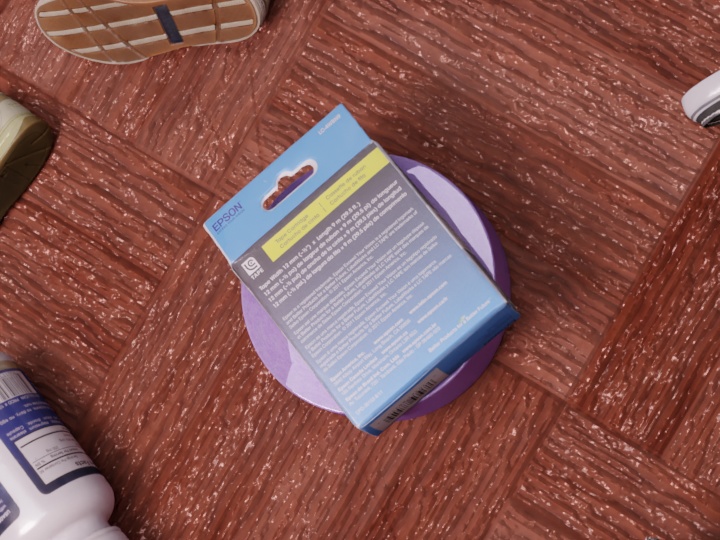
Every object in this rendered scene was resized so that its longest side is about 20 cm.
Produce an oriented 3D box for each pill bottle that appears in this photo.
[{"bbox_3d":[-0.263,0.171,1.577,0.111,0.111,0.200,-41,73,5],"label":"pill bottle"}]

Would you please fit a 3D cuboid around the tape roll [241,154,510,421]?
[{"bbox_3d":[0.012,0.014,1.552,0.200,0.066,0.201,-3,80,15],"label":"tape roll"}]

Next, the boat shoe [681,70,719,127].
[{"bbox_3d":[0.338,-0.141,1.489,0.200,0.069,0.057,-20,77,9],"label":"boat shoe"}]

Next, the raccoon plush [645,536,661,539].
[{"bbox_3d":[0.286,0.242,1.452,0.199,0.097,0.134,-11,62,-16],"label":"raccoon plush"}]

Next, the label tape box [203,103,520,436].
[{"bbox_3d":[0.000,0.000,1.492,0.143,0.066,0.200,-41,71,5],"label":"label tape box"}]

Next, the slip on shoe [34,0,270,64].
[{"bbox_3d":[-0.166,-0.219,1.643,0.199,0.076,0.061,-5,40,22],"label":"slip on shoe"}]

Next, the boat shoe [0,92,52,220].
[{"bbox_3d":[-0.335,-0.053,1.655,0.063,0.073,0.201,35,88,24],"label":"boat shoe"}]
